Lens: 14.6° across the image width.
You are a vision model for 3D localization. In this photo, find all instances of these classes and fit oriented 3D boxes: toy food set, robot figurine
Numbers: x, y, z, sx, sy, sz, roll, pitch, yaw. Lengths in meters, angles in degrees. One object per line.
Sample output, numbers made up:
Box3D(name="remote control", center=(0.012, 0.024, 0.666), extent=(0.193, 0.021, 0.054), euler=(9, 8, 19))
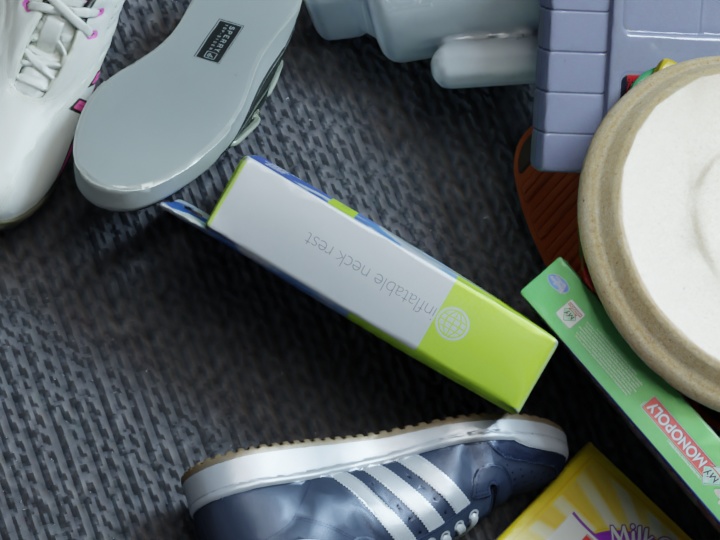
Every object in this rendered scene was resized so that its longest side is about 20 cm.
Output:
Box3D(name="toy food set", center=(0.198, -0.015, 1.383), extent=(0.199, 0.049, 0.198), euler=(29, 63, -6))
Box3D(name="robot figurine", center=(0.066, -0.175, 1.500), extent=(0.199, 0.113, 0.170), euler=(-10, 73, 6))

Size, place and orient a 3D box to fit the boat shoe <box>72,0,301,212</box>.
Box3D(name="boat shoe", center=(-0.084, -0.081, 1.433), extent=(0.070, 0.064, 0.200), euler=(22, 44, 14))

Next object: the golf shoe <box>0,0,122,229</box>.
Box3D(name="golf shoe", center=(-0.164, -0.116, 1.417), extent=(0.072, 0.092, 0.201), euler=(20, 60, -8))

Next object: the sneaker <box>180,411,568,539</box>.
Box3D(name="sneaker", center=(0.018, 0.135, 1.366), extent=(0.199, 0.070, 0.109), euler=(-6, 67, -22))

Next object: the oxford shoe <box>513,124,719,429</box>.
Box3D(name="oxford shoe", center=(0.159, -0.002, 1.500), extent=(0.200, 0.071, 0.073), euler=(51, 37, 9))

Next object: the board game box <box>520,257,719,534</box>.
Box3D(name="board game box", center=(0.159, 0.085, 1.405), extent=(0.029, 0.135, 0.200), euler=(-40, 79, 2))

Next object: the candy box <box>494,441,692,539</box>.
Box3D(name="candy box", center=(0.155, 0.188, 1.409), extent=(0.200, 0.026, 0.102), euler=(43, 55, 6))

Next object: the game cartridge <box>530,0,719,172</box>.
Box3D(name="game cartridge", center=(0.189, -0.108, 1.450), extent=(0.199, 0.038, 0.130), euler=(1, 94, -12))

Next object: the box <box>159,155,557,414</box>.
Box3D(name="box", center=(0.000, 0.000, 1.402), extent=(0.200, 0.122, 0.048), euler=(31, 92, -1))
